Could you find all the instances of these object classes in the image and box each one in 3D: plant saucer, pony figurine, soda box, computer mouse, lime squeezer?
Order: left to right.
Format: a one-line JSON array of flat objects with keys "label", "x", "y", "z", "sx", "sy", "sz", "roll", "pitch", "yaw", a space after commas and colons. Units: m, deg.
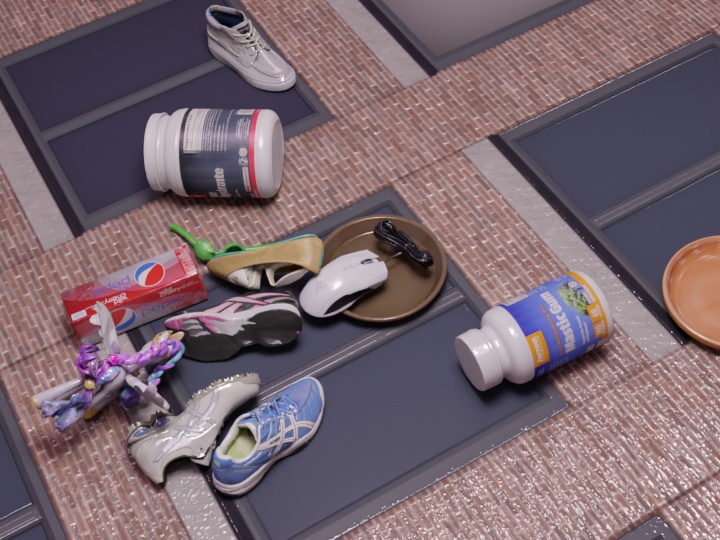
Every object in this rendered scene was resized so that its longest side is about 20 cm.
[{"label": "pony figurine", "x": -0.333, "y": 0.138, "z": 1.457, "sx": 0.200, "sy": 0.193, "sz": 0.167, "roll": -32, "pitch": 88, "yaw": -2}, {"label": "soda box", "x": -0.332, "y": 0.038, "z": 1.605, "sx": 0.200, "sy": 0.070, "sz": 0.063, "roll": -22, "pitch": 53, "yaw": -11}, {"label": "lime squeezer", "x": -0.210, "y": -0.035, "z": 1.682, "sx": 0.200, "sy": 0.038, "sz": 0.071, "roll": 7, "pitch": 22, "yaw": 11}, {"label": "computer mouse", "x": 0.000, "y": 0.000, "z": 1.589, "sx": 0.200, "sy": 0.044, "sz": 0.110, "roll": -32, "pitch": 57, "yaw": -19}, {"label": "plant saucer", "x": 0.030, "y": 0.000, "z": 1.632, "sx": 0.200, "sy": 0.029, "sz": 0.200, "roll": -2, "pitch": 53, "yaw": 3}, {"label": "plant saucer", "x": 0.532, "y": 0.038, "z": 1.556, "sx": 0.200, "sy": 0.037, "sz": 0.200, "roll": -3, "pitch": 53, "yaw": 3}]

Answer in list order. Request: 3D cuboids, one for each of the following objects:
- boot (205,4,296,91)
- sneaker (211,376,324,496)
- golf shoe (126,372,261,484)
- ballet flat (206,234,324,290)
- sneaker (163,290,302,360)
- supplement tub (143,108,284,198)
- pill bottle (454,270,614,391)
[{"label": "boot", "x": -0.198, "y": -0.393, "z": 1.909, "sx": 0.200, "sy": 0.096, "sz": 0.074, "roll": 31, "pitch": 61, "yaw": 25}, {"label": "sneaker", "x": -0.119, "y": 0.213, "z": 1.450, "sx": 0.076, "sy": 0.077, "sz": 0.200, "roll": 29, "pitch": 58, "yaw": 26}, {"label": "golf shoe", "x": -0.212, "y": 0.215, "z": 1.472, "sx": 0.200, "sy": 0.078, "sz": 0.097, "roll": -29, "pitch": 73, "yaw": -10}, {"label": "ballet flat", "x": -0.144, "y": -0.004, "z": 1.600, "sx": 0.200, "sy": 0.069, "sz": 0.063, "roll": -14, "pitch": 69, "yaw": 28}, {"label": "sneaker", "x": -0.180, "y": 0.073, "z": 1.577, "sx": 0.200, "sy": 0.080, "sz": 0.086, "roll": -4, "pitch": 29, "yaw": 4}, {"label": "supplement tub", "x": -0.229, "y": -0.186, "z": 1.725, "sx": 0.200, "sy": 0.140, "sz": 0.140, "roll": 1, "pitch": 53, "yaw": 6}, {"label": "pill bottle", "x": 0.236, "y": 0.087, "z": 1.494, "sx": 0.200, "sy": 0.112, "sz": 0.112, "roll": -25, "pitch": 55, "yaw": -14}]
